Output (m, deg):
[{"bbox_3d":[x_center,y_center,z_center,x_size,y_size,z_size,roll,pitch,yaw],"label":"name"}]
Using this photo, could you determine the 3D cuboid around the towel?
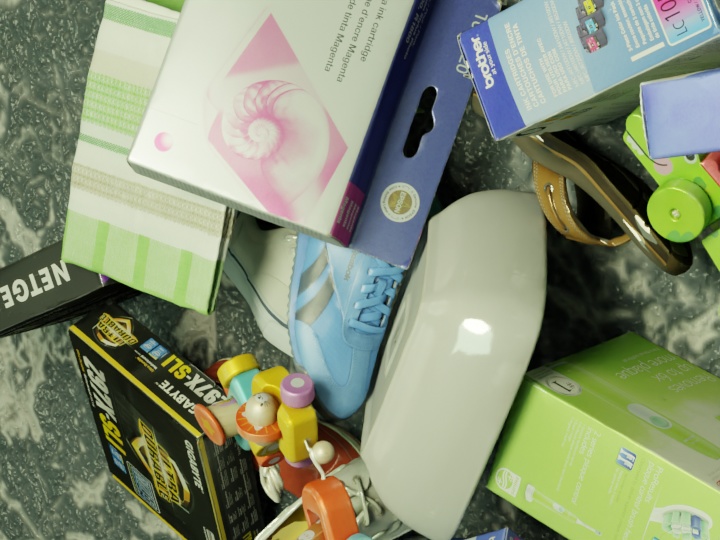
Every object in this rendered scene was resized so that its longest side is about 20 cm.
[{"bbox_3d":[-0.139,-0.084,1.179,0.148,0.031,0.202,20,105,30],"label":"towel"}]

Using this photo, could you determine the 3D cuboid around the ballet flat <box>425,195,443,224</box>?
[{"bbox_3d":[-0.028,-0.075,1.222,0.200,0.070,0.068,40,120,25],"label":"ballet flat"}]

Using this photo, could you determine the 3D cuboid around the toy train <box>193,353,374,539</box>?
[{"bbox_3d":[-0.059,0.138,1.132,0.200,0.055,0.152,21,126,64],"label":"toy train"}]

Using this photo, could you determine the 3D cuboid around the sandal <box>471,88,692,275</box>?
[{"bbox_3d":[0.137,-0.053,1.080,0.200,0.081,0.055,42,108,28],"label":"sandal"}]

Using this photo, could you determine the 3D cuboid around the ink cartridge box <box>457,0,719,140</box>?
[{"bbox_3d":[0.156,-0.140,1.013,0.199,0.136,0.077,-26,82,39],"label":"ink cartridge box"}]

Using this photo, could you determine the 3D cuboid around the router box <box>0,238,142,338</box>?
[{"bbox_3d":[-0.222,0.004,1.346,0.199,0.149,0.051,-21,87,39],"label":"router box"}]

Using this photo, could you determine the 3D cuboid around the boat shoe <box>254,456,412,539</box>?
[{"bbox_3d":[-0.004,0.174,1.219,0.199,0.070,0.071,-31,83,15],"label":"boat shoe"}]

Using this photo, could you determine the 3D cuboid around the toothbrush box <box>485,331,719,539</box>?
[{"bbox_3d":[0.203,0.129,1.030,0.199,0.145,0.087,31,117,31],"label":"toothbrush box"}]

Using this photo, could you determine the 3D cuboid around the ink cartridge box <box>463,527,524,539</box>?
[{"bbox_3d":[0.081,0.227,1.099,0.119,0.042,0.199,39,139,-28],"label":"ink cartridge box"}]

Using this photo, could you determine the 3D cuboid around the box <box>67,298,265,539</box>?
[{"bbox_3d":[-0.151,0.137,1.325,0.159,0.049,0.201,37,150,31],"label":"box"}]

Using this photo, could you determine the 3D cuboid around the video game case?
[{"bbox_3d":[0.281,-0.100,0.891,0.199,0.181,0.046,-5,96,39],"label":"video game case"}]

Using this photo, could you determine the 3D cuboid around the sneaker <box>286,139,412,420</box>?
[{"bbox_3d":[0.000,0.000,1.124,0.078,0.066,0.202,-5,77,36],"label":"sneaker"}]

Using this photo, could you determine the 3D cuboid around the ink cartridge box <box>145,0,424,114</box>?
[{"bbox_3d":[-0.053,-0.170,1.199,0.199,0.103,0.060,29,117,31],"label":"ink cartridge box"}]

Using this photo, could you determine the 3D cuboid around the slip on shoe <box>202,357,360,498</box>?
[{"bbox_3d":[-0.060,0.141,1.301,0.200,0.061,0.074,37,118,24],"label":"slip on shoe"}]

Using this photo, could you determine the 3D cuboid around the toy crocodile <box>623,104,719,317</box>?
[{"bbox_3d":[0.232,-0.024,1.007,0.062,0.067,0.201,-37,88,42],"label":"toy crocodile"}]

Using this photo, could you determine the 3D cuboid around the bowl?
[{"bbox_3d":[0.057,0.052,1.094,0.074,0.200,0.201,19,119,-5],"label":"bowl"}]

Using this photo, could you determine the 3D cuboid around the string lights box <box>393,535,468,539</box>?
[{"bbox_3d":[0.099,0.251,1.197,0.199,0.059,0.104,-6,98,40],"label":"string lights box"}]

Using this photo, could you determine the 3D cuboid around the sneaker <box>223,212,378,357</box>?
[{"bbox_3d":[-0.047,0.005,1.230,0.200,0.073,0.071,43,124,44],"label":"sneaker"}]

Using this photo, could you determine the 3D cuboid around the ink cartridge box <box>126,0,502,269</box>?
[{"bbox_3d":[-0.028,-0.127,1.091,0.198,0.043,0.198,19,84,3],"label":"ink cartridge box"}]
